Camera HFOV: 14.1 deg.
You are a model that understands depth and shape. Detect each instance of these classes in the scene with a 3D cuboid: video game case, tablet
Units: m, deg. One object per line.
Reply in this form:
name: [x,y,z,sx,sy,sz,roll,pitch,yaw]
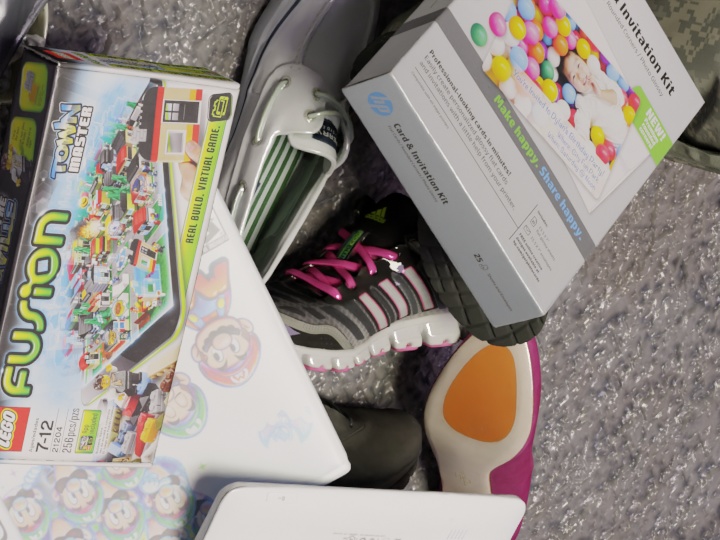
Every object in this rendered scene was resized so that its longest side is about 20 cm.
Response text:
video game case: [-0.127,0.075,1.515,0.199,0.024,0.183,-29,111,-8]
tablet: [-0.014,0.169,1.584,0.199,0.014,0.131,6,126,-34]

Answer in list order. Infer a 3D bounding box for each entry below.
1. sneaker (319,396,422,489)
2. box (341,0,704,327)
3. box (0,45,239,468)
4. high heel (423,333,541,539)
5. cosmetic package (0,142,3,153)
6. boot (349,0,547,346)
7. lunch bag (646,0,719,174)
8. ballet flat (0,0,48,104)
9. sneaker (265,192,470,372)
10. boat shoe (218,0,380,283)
sneaker: [-0.044,0.091,1.628,0.199,0.076,0.091,-7,110,-39]
box: [0.091,-0.092,1.543,0.156,0.041,0.200,57,46,-18]
box: [-0.132,-0.004,1.424,0.110,0.035,0.201,4,105,-39]
high heel: [0.083,0.093,1.718,0.096,0.067,0.201,-44,147,-50]
cosmetic package: [-0.175,-0.019,1.462,0.200,0.082,0.051,-40,127,-20]
boot: [0.072,-0.071,1.606,0.131,0.067,0.201,-51,124,-51]
lunch bag: [0.244,-0.128,1.688,0.139,0.200,0.168,42,77,-40]
ballet flat: [-0.198,-0.082,1.425,0.073,0.073,0.201,26,90,-43]
sneaker: [0.000,0.000,1.625,0.199,0.074,0.088,-9,115,-42]
boat shoe: [-0.032,-0.074,1.566,0.073,0.067,0.201,22,94,-44]
